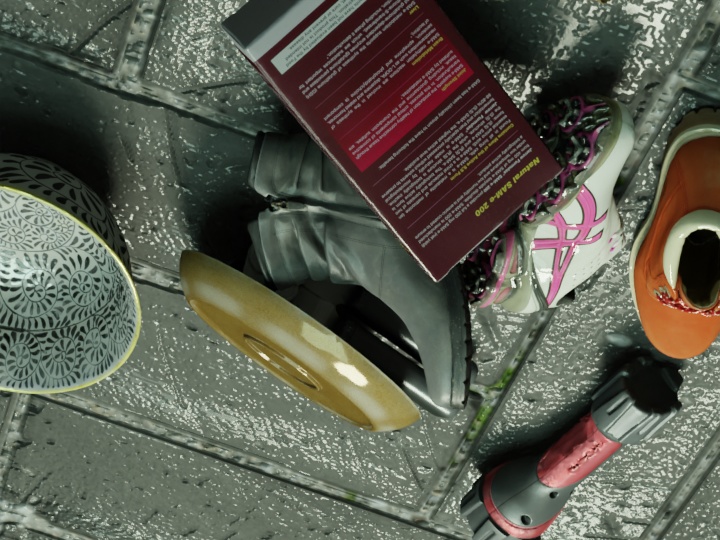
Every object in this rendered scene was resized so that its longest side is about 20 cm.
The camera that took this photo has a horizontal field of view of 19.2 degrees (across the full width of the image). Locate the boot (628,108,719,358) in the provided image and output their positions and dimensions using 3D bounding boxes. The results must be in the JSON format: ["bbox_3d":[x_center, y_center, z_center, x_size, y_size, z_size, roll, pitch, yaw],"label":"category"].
[{"bbox_3d":[0.213,0.004,1.382,0.074,0.108,0.201,5,137,5],"label":"boot"}]

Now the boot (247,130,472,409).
[{"bbox_3d":[0.000,0.000,1.388,0.130,0.070,0.202,-11,88,4],"label":"boot"}]

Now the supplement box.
[{"bbox_3d":[0.021,-0.103,1.279,0.109,0.061,0.200,-40,117,-1],"label":"supplement box"}]

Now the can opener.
[{"bbox_3d":[-0.005,0.035,1.512,0.199,0.053,0.066,33,167,-17],"label":"can opener"}]

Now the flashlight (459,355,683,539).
[{"bbox_3d":[0.151,0.137,1.554,0.068,0.068,0.200,24,136,-18],"label":"flashlight"}]

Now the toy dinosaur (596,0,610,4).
[{"bbox_3d":[0.072,-0.201,1.244,0.198,0.059,0.102,15,137,-1],"label":"toy dinosaur"}]

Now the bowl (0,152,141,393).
[{"bbox_3d":[-0.238,-0.017,1.472,0.199,0.095,0.202,6,136,6],"label":"bowl"}]

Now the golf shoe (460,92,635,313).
[{"bbox_3d":[0.137,-0.044,1.384,0.091,0.073,0.200,6,145,-20],"label":"golf shoe"}]

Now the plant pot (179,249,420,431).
[{"bbox_3d":[-0.048,0.055,1.462,0.199,0.028,0.200,33,170,6],"label":"plant pot"}]
